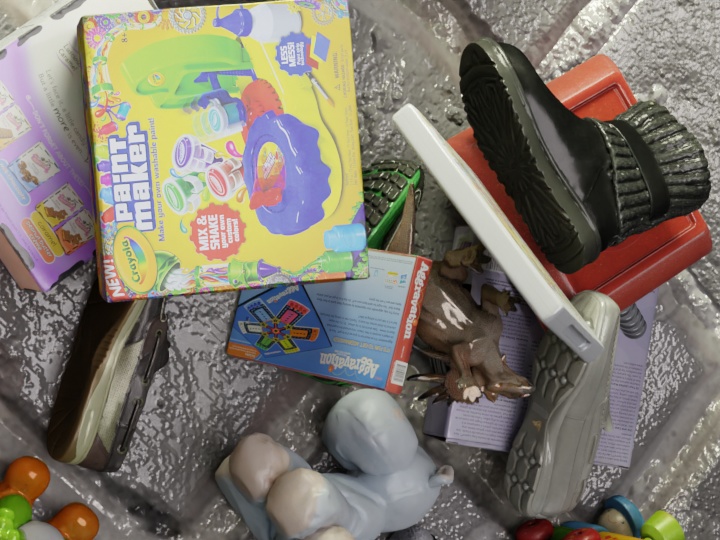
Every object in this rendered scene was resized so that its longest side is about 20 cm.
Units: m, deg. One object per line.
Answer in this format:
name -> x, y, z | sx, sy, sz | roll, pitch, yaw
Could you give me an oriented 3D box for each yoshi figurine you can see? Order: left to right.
yoshi figurine -> -0.233, 0.215, 1.484 | 0.111, 0.201, 0.113 | 2, 118, 0

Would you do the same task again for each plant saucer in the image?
plant saucer -> 0.196, -0.066, 1.731 | 0.199, 0.037, 0.201 | -30, 90, -29

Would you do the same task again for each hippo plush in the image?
hippo plush -> 0.000, 0.186, 1.620 | 0.160, 0.159, 0.201 | -32, 104, -20

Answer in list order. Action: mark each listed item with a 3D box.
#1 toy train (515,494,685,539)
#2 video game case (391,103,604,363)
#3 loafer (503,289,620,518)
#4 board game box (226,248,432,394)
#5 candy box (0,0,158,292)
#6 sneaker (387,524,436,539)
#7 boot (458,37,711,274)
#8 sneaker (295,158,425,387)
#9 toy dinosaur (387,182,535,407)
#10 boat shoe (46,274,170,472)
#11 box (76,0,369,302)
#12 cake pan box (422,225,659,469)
toy train -> 0.227, 0.241, 1.708 | 0.115, 0.199, 0.085 | -25, 102, -26
video game case -> 0.109, -0.026, 1.572 | 0.023, 0.182, 0.201 | -38, 71, 6
loafer -> 0.176, 0.111, 1.685 | 0.069, 0.070, 0.202 | 4, 114, -34
board game box -> -0.027, 0.031, 1.580 | 0.019, 0.199, 0.104 | 18, 84, -40
candy box -> -0.217, -0.109, 1.555 | 0.199, 0.071, 0.169 | -37, 106, -19
sneaker -> 0.046, 0.321, 1.691 | 0.113, 0.075, 0.202 | 27, 78, -21
boot -> 0.183, -0.116, 1.673 | 0.157, 0.079, 0.213 | -30, 95, -27
sneaker -> 0.000, 0.000, 1.669 | 0.085, 0.078, 0.201 | 34, 79, -39
toy dinosaur -> 0.063, 0.036, 1.622 | 0.086, 0.135, 0.201 | -34, 93, -17
boat shoe -> -0.182, 0.059, 1.585 | 0.064, 0.073, 0.202 | 26, 84, -34
box -> -0.102, -0.087, 1.481 | 0.190, 0.122, 0.202 | -6, 94, -9
cake pan box -> 0.155, 0.066, 1.748 | 0.198, 0.052, 0.186 | 9, 86, -25
